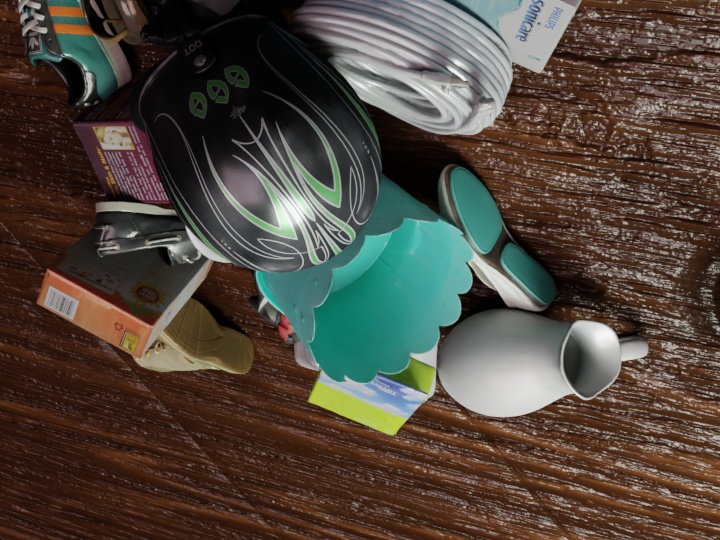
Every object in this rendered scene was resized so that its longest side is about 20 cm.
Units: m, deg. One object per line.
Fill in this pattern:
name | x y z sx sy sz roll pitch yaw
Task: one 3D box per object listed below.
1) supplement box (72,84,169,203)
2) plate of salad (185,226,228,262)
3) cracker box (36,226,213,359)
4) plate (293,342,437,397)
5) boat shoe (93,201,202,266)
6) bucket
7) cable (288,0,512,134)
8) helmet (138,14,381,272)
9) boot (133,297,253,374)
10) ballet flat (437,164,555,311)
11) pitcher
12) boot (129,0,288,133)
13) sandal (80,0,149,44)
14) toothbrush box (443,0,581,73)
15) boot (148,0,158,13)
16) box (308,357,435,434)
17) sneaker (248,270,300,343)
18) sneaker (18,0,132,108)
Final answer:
supplement box | -0.198 -0.141 1.006 0.200 0.086 0.110 3 131 23
plate of salad | -0.094 -0.093 0.926 0.048 0.200 0.200 32 141 30
cracker box | -0.270 0.003 1.087 0.134 0.200 0.058 29 122 0
plate | -0.001 0.080 1.151 0.200 0.032 0.200 13 133 14
boat shoe | -0.211 -0.036 1.070 0.200 0.068 0.072 6 172 -27
bucket | 0.000 0.000 0.939 0.135 0.207 0.207 46 150 40
cable | 0.034 -0.186 0.798 0.200 0.069 0.200 25 179 6
helmet | -0.075 -0.094 0.766 0.191 0.200 0.200 55 134 8
boot | -0.258 0.088 1.221 0.155 0.073 0.200 -3 157 31
ballet flat | 0.130 -0.026 0.976 0.069 0.069 0.200 -23 119 38
pitcher | 0.201 0.099 1.018 0.200 0.171 0.121 -11 83 50
boot | -0.152 -0.199 0.838 0.198 0.162 0.073 -25 83 8
sandal | -0.240 -0.250 0.881 0.054 0.200 0.080 -28 110 -9
toothbrush box | 0.082 -0.253 0.726 0.200 0.085 0.146 25 174 4
boot | -0.169 -0.282 0.796 0.072 0.200 0.155 -4 134 -4
box | 0.011 0.134 1.087 0.122 0.048 0.200 22 155 0
sneaker | -0.076 -0.013 1.060 0.098 0.071 0.201 31 121 14
sneaker | -0.321 -0.262 0.950 0.071 0.080 0.200 7 135 47
